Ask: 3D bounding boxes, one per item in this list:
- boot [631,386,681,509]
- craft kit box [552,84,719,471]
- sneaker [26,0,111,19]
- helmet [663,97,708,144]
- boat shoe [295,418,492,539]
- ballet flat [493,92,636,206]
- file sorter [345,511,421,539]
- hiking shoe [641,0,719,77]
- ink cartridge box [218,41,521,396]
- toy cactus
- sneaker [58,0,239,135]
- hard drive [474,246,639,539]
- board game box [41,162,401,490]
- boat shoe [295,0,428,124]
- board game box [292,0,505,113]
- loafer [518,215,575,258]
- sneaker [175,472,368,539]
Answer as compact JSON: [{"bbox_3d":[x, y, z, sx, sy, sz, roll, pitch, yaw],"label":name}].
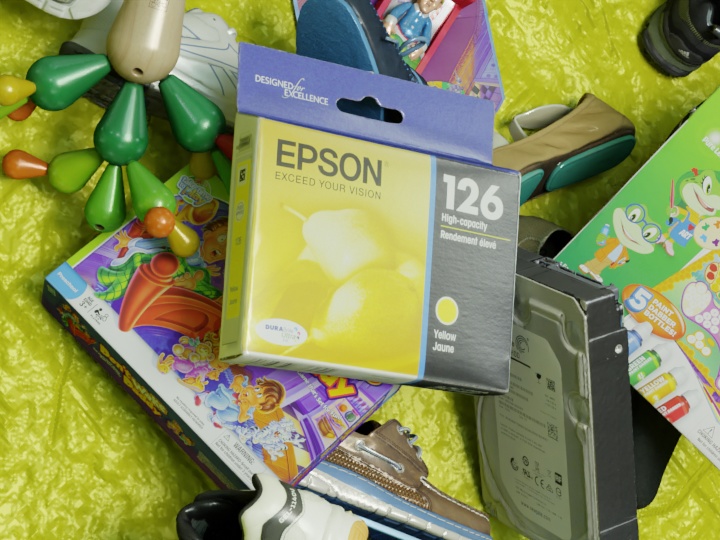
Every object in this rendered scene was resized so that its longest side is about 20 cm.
[{"bbox_3d":[0.277,0.098,1.266,0.200,0.066,0.165,-1,113,8],"label":"boot"},{"bbox_3d":[0.251,0.007,1.201,0.200,0.049,0.198,44,99,5],"label":"craft kit box"},{"bbox_3d":[-0.231,-0.234,1.149,0.200,0.078,0.099,35,25,-1],"label":"sneaker"},{"bbox_3d":[0.308,-0.052,1.312,0.191,0.200,0.200,-20,91,3],"label":"helmet"},{"bbox_3d":[0.009,0.135,1.202,0.200,0.072,0.072,25,64,-24],"label":"boat shoe"},{"bbox_3d":[0.115,-0.078,1.293,0.200,0.069,0.063,-24,66,-38],"label":"ballet flat"},{"bbox_3d":[-0.017,0.262,1.140,0.139,0.123,0.200,24,72,-21],"label":"file sorter"},{"bbox_3d":[0.300,-0.238,1.389,0.076,0.101,0.200,36,68,-18],"label":"hiking shoe"},{"bbox_3d":[0.011,-0.031,1.117,0.197,0.047,0.200,9,80,-30],"label":"ink cartridge box"},{"bbox_3d":[-0.147,-0.102,1.103,0.200,0.102,0.165,16,99,-2],"label":"toy cactus"},{"bbox_3d":[-0.097,-0.126,1.193,0.200,0.074,0.087,30,64,-21],"label":"sneaker"},{"bbox_3d":[0.125,0.092,1.193,0.038,0.140,0.200,-16,112,-27],"label":"hard drive"},{"bbox_3d":[-0.086,0.042,1.147,0.200,0.045,0.134,44,64,8],"label":"board game box"},{"bbox_3d":[0.011,-0.116,1.225,0.069,0.084,0.200,-47,138,-32],"label":"boat shoe"},{"bbox_3d":[0.033,-0.182,1.281,0.158,0.039,0.200,-9,86,-27],"label":"board game box"},{"bbox_3d":[0.134,0.056,1.278,0.076,0.067,0.200,-12,87,-27],"label":"loafer"},{"bbox_3d":[-0.082,0.169,1.083,0.088,0.200,0.076,35,48,-20],"label":"sneaker"}]
